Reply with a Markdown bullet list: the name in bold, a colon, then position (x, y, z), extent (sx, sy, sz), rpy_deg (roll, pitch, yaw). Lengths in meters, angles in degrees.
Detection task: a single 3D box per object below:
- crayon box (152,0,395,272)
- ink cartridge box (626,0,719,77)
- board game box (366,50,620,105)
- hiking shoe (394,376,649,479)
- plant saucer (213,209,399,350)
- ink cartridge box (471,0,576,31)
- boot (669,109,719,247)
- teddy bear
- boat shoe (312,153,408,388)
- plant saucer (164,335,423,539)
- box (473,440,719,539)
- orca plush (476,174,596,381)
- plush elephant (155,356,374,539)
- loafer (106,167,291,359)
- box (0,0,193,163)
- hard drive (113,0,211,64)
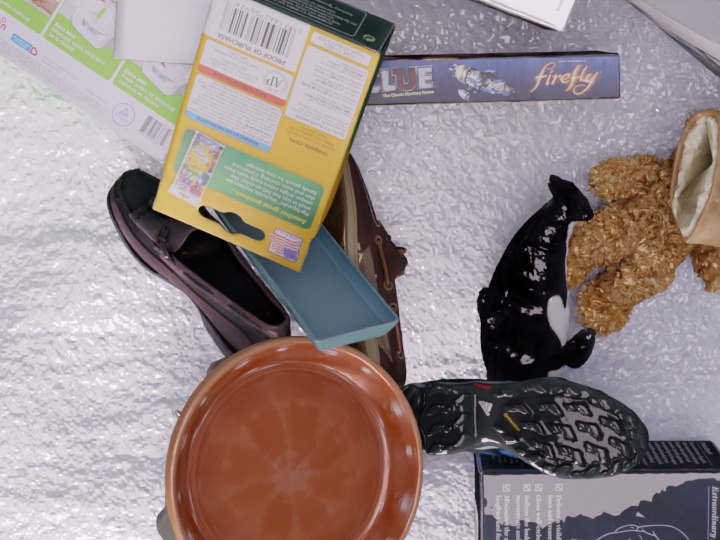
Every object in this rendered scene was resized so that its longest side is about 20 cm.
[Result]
- **crayon box**: position (-0.066, -0.111, 1.498), extent (0.125, 0.052, 0.201), rpy_deg (23, 125, 2)
- **ink cartridge box**: position (0.302, -0.211, 1.507), extent (0.199, 0.146, 0.147), rpy_deg (27, 99, -48)
- **board game box**: position (0.090, -0.147, 1.568), extent (0.198, 0.136, 0.035), rpy_deg (-1, 97, 0)
- **hiking shoe**: position (0.124, 0.110, 1.575), extent (0.198, 0.087, 0.075), rpy_deg (8, 97, 15)
- **plant saucer**: position (-0.046, -0.004, 1.559), extent (0.069, 0.200, 0.019), rpy_deg (-13, 130, -23)
- **ink cartridge box**: position (0.070, -0.253, 1.549), extent (0.198, 0.145, 0.085), rpy_deg (22, 97, -2)
- **boot**: position (0.314, -0.018, 1.570), extent (0.199, 0.066, 0.177), rpy_deg (10, 86, -36)
- **teddy bear**: position (0.233, -0.034, 1.614), extent (0.198, 0.067, 0.146), rpy_deg (-23, 99, 4)
- **boat shoe**: position (0.000, 0.000, 1.612), extent (0.071, 0.072, 0.202), rpy_deg (5, 65, -38)
- **plant saucer**: position (-0.049, 0.148, 1.517), extent (0.198, 0.032, 0.203), rpy_deg (-1, 94, -22)
- **box**: position (0.188, 0.216, 1.624), extent (0.198, 0.107, 0.150), rpy_deg (0, 98, 1)
- **orca plush**: position (0.129, 0.032, 1.588), extent (0.105, 0.071, 0.201), rpy_deg (40, 128, 18)
- **plush elephant**: position (-0.066, 0.147, 1.609), extent (0.154, 0.164, 0.201), rpy_deg (-33, 135, -30)
- **loafer**: position (-0.119, -0.011, 1.595), extent (0.072, 0.063, 0.200), rpy_deg (-32, 74, -32)
- **box**: position (-0.182, -0.211, 1.581), extent (0.199, 0.097, 0.177), rpy_deg (32, 95, -3)
- **hard drive**: position (-0.110, -0.252, 1.515), extent (0.130, 0.027, 0.202), rpy_deg (4, 99, -2)
